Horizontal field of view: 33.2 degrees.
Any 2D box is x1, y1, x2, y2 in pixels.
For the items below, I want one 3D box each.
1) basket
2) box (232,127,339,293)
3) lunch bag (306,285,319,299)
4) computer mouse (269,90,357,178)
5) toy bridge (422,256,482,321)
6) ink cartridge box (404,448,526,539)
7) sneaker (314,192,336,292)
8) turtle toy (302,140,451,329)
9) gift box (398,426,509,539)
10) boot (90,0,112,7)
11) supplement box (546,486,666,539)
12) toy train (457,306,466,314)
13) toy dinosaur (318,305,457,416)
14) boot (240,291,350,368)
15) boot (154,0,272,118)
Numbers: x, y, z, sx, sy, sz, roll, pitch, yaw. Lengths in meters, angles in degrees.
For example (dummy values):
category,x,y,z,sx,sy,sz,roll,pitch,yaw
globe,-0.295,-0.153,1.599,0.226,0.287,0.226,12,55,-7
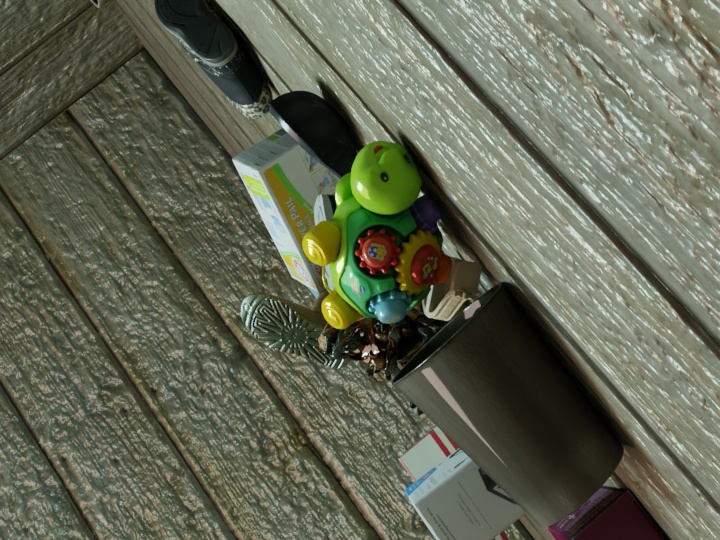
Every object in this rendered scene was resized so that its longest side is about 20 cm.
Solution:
category,x,y,z,sx,sy,sz,roll,pitch,yaw
basket,0.148,0.136,1.171,0.200,0.136,0.180,48,156,0
box,-0.077,-0.086,1.671,0.112,0.101,0.202,28,147,62
lunch bag,-0.032,-0.027,1.857,0.171,0.127,0.200,53,157,5
computer mouse,-0.041,-0.158,1.367,0.139,0.053,0.200,49,-173,19
toy bridge,0.087,0.018,1.270,0.027,0.068,0.200,11,-177,-9
ink cartridge box,0.152,0.217,1.306,0.084,0.199,0.145,53,176,4
sneaker,0.000,0.000,1.466,0.076,0.079,0.203,-164,65,-71
turtle toy,0.025,-0.034,1.164,0.100,0.145,0.202,18,135,40
gift box,0.186,0.287,1.701,0.200,0.184,0.187,47,-177,17
boot,-0.230,-0.333,1.282,0.070,0.146,0.200,48,175,13
supplement box,0.292,0.320,1.394,0.111,0.085,0.200,52,175,7
toy train,0.136,0.102,1.497,0.151,0.055,0.200,56,174,-32
toy dinosaur,0.056,0.070,1.338,0.136,0.198,0.103,41,153,48
boot,-0.065,0.060,1.689,0.174,0.067,0.200,29,-160,2
boot,-0.207,-0.311,1.701,0.204,0.073,0.154,51,178,38
